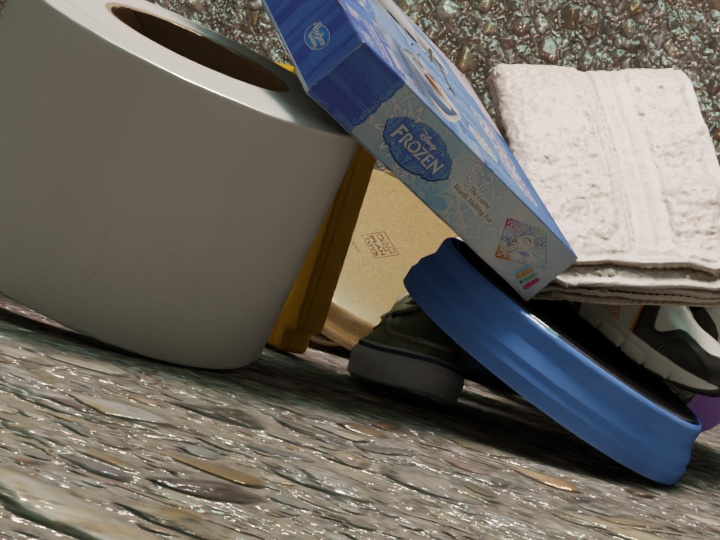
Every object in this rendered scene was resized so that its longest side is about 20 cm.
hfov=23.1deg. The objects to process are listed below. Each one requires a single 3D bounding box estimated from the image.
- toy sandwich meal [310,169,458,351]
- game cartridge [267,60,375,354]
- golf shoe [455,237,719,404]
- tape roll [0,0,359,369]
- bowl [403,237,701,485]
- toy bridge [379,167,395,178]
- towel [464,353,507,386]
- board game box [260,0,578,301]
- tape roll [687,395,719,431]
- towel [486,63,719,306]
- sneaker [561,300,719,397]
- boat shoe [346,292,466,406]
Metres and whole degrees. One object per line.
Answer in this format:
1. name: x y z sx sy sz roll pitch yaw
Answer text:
1. toy sandwich meal: 0.000 0.000 1.285 0.204 0.070 0.206 19 42 -19
2. game cartridge: -0.072 -0.052 1.172 0.032 0.178 0.199 16 2 -39
3. golf shoe: 0.150 0.009 1.173 0.199 0.095 0.078 25 30 5
4. tape roll: -0.114 -0.057 0.941 0.201 0.140 0.203 25 13 -6
5. bowl: 0.116 0.049 1.039 0.200 0.039 0.201 36 8 -5
6. toy bridge: -0.045 -0.077 1.405 0.198 0.027 0.067 7 -30 17
7. towel: 0.142 0.072 1.361 0.198 0.049 0.112 18 7 8
8. board game box: 0.021 -0.103 0.987 0.199 0.043 0.201 42 15 -37
9. tape roll: 0.199 0.030 1.304 0.198 0.066 0.201 11 37 -8
10. towel: 0.151 -0.058 1.067 0.131 0.035 0.201 2 45 -9
11. sneaker: 0.160 0.000 1.088 0.200 0.080 0.074 41 7 19
12. boat shoe: 0.034 0.043 1.108 0.071 0.063 0.200 17 2 1
